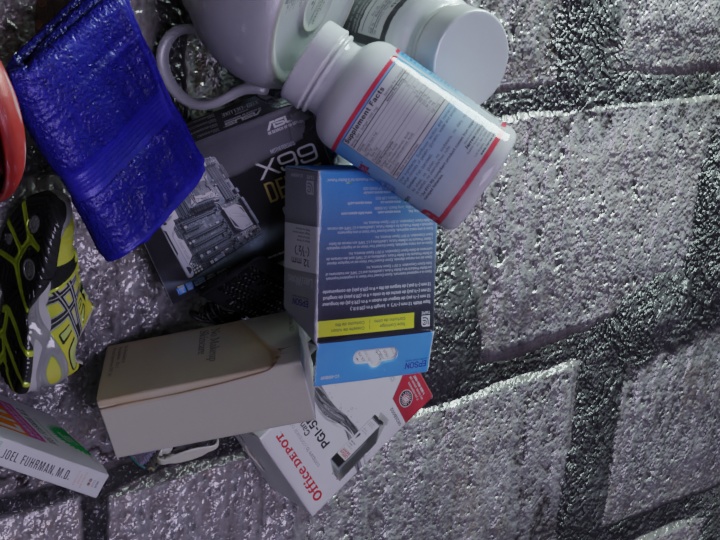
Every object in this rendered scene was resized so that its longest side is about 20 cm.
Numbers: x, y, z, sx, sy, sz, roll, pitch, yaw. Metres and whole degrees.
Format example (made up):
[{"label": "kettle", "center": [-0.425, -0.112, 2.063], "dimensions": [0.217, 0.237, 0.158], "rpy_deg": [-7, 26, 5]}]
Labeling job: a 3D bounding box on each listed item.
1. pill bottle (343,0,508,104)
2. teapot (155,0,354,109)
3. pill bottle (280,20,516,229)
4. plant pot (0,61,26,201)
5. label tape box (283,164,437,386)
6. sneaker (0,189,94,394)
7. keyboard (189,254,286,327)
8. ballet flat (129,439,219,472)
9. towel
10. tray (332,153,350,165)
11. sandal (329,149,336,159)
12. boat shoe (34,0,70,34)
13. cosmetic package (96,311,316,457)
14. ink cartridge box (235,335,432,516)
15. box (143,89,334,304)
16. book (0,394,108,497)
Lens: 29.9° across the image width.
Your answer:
[{"label": "pill bottle", "center": [0.044, -0.226, 1.326], "dimensions": [0.113, 0.200, 0.114], "rpy_deg": [-17, 119, -33]}, {"label": "teapot", "center": [-0.099, -0.270, 1.239], "dimensions": [0.200, 0.145, 0.198], "rpy_deg": [-53, 162, -30]}, {"label": "pill bottle", "center": [0.032, -0.134, 1.213], "dimensions": [0.199, 0.109, 0.109], "rpy_deg": [35, 84, 0]}, {"label": "plant pot", "center": [-0.370, -0.107, 1.044], "dimensions": [0.182, 0.200, 0.202], "rpy_deg": [-27, 123, -31]}, {"label": "label tape box", "center": [0.000, 0.000, 1.287], "dimensions": [0.143, 0.066, 0.201], "rpy_deg": [-4, 101, -36]}, {"label": "sneaker", "center": [-0.289, 0.016, 1.253], "dimensions": [0.076, 0.075, 0.201], "rpy_deg": [-11, 125, -43]}, {"label": "keyboard", "center": [-0.098, 0.042, 1.377], "dimensions": [0.104, 0.040, 0.200], "rpy_deg": [-29, 157, 14]}, {"label": "ballet flat", "center": [-0.152, 0.148, 1.404], "dimensions": [0.200, 0.072, 0.072], "rpy_deg": [-31, 125, -20]}, {"label": "towel", "center": [-0.207, -0.126, 1.144], "dimensions": [0.148, 0.049, 0.201], "rpy_deg": [-58, 137, -37]}, {"label": "tray", "center": [0.037, -0.138, 1.406], "dimensions": [0.107, 0.022, 0.201], "rpy_deg": [41, 48, -18]}, {"label": "sandal", "center": [-0.030, -0.114, 1.411], "dimensions": [0.199, 0.079, 0.088], "rpy_deg": [8, 66, -33]}, {"label": "boat shoe", "center": [-0.233, -0.252, 1.179], "dimensions": [0.071, 0.076, 0.201], "rpy_deg": [0, 110, -41]}, {"label": "cosmetic package", "center": [-0.148, 0.109, 1.317], "dimensions": [0.199, 0.104, 0.073], "rpy_deg": [-12, 119, 2]}, {"label": "ink cartridge box", "center": [-0.035, 0.148, 1.498], "dimensions": [0.200, 0.083, 0.147], "rpy_deg": [-43, 130, -17]}, {"label": "box", "center": [-0.121, -0.075, 1.308], "dimensions": [0.199, 0.050, 0.158], "rpy_deg": [-21, 124, -3]}, {"label": "book", "center": [-0.339, 0.142, 1.215], "dimensions": [0.200, 0.133, 0.048], "rpy_deg": [30, 88, -43]}]
